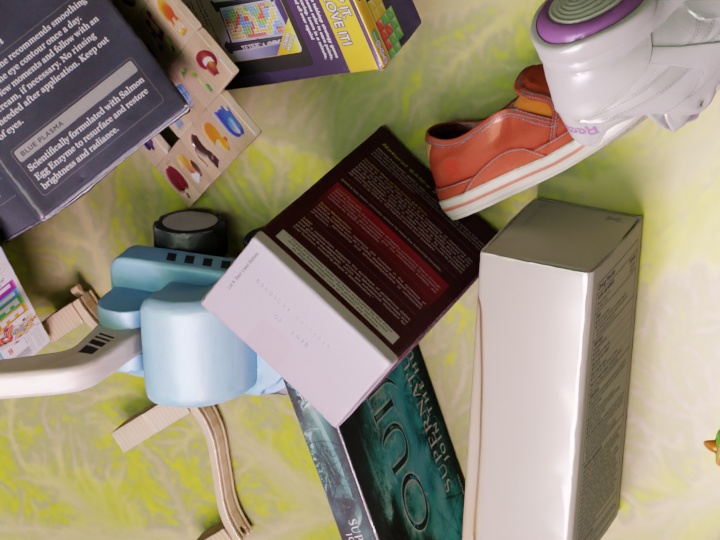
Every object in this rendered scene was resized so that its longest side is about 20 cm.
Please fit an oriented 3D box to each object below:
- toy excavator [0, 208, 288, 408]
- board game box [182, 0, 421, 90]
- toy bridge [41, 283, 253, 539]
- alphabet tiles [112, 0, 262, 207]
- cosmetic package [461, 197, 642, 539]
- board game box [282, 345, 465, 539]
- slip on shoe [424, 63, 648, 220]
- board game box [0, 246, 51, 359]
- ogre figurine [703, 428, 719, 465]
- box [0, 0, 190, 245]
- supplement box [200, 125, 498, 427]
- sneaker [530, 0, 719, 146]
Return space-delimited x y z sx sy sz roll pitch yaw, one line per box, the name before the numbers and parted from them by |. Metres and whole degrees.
toy excavator | -0.136 0.041 1.735 0.193 0.200 0.101 8 113 20
board game box | -0.076 -0.206 1.656 0.164 0.057 0.201 -5 122 35
toy bridge | -0.131 0.093 1.854 0.067 0.027 0.201 -31 95 29
alphabet tiles | -0.131 -0.128 1.711 0.167 0.008 0.200 50 158 -1
cosmetic package | 0.114 0.070 1.695 0.073 0.103 0.201 10 113 20
board game box | 0.010 0.097 1.732 0.028 0.135 0.201 -13 104 27
slip on shoe | 0.116 -0.094 1.651 0.199 0.074 0.061 -27 95 34
board game box | -0.260 -0.022 1.767 0.034 0.200 0.135 -39 75 -9
ogre figurine | 0.268 0.102 1.644 0.120 0.200 0.098 32 75 21
box | -0.222 -0.130 1.693 0.200 0.117 0.197 53 164 -6
supplement box | 0.000 0.000 1.660 0.109 0.200 0.061 43 121 3
sneaker | 0.183 -0.138 1.563 0.075 0.199 0.100 43 155 52
